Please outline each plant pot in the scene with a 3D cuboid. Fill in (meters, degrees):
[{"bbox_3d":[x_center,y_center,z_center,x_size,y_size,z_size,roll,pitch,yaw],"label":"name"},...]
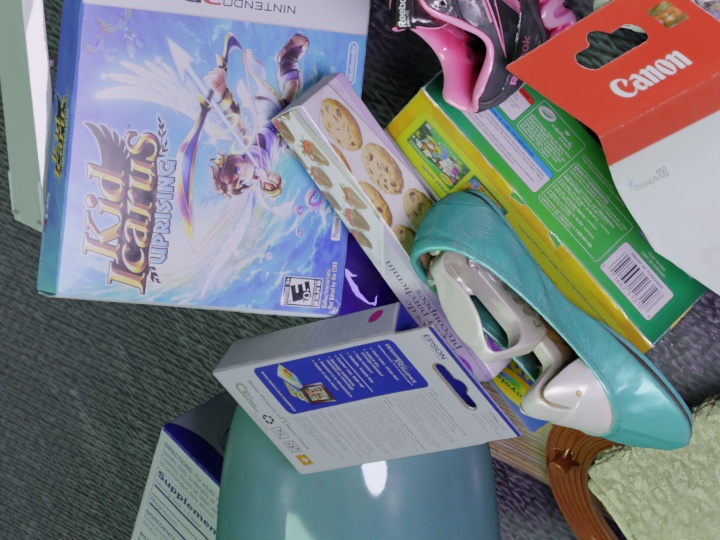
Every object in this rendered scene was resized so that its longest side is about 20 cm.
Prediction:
[{"bbox_3d":[-0.001,0.133,1.866,0.200,0.200,0.162,16,112,43],"label":"plant pot"}]

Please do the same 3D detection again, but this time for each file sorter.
[{"bbox_3d":[-0.156,-0.134,1.730,0.139,0.124,0.202,-163,66,-74],"label":"file sorter"}]

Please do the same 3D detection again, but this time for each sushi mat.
[{"bbox_3d":[0.158,0.131,1.829,0.199,0.012,0.096,28,143,32],"label":"sushi mat"}]

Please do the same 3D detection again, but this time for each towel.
[{"bbox_3d":[0.236,0.139,1.674,0.149,0.036,0.200,52,134,-4],"label":"towel"}]

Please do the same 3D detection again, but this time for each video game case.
[{"bbox_3d":[-0.092,-0.078,1.662,0.045,0.180,0.202,-168,83,-69],"label":"video game case"}]

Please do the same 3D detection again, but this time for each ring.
[{"bbox_3d":[0.195,0.167,1.792,0.200,0.019,0.201,32,148,23],"label":"ring"}]

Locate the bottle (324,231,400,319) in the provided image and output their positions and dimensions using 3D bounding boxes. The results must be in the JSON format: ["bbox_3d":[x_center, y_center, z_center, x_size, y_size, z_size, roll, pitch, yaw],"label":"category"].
[{"bbox_3d":[0.000,0.000,1.831,0.199,0.065,0.084,25,143,35],"label":"bottle"}]

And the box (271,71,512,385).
[{"bbox_3d":[0.024,-0.024,1.651,0.201,0.041,0.039,55,149,-9],"label":"box"}]

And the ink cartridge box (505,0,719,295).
[{"bbox_3d":[0.186,-0.059,1.478,0.199,0.057,0.162,29,155,-18],"label":"ink cartridge box"}]

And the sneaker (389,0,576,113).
[{"bbox_3d":[0.045,-0.176,1.543,0.079,0.095,0.201,0,124,54],"label":"sneaker"}]

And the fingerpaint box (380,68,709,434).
[{"bbox_3d":[0.093,-0.021,1.679,0.200,0.073,0.167,48,149,2],"label":"fingerpaint box"}]

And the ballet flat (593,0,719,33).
[{"bbox_3d":[0.130,-0.166,1.468,0.200,0.072,0.072,42,150,10],"label":"ballet flat"}]

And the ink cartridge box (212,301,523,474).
[{"bbox_3d":[0.007,0.070,1.682,0.199,0.037,0.095,-12,126,48],"label":"ink cartridge box"}]

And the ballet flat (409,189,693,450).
[{"bbox_3d":[0.101,0.044,1.600,0.200,0.070,0.067,46,148,3],"label":"ballet flat"}]

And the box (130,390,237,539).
[{"bbox_3d":[-0.072,0.215,2.081,0.184,0.105,0.201,43,140,22],"label":"box"}]
